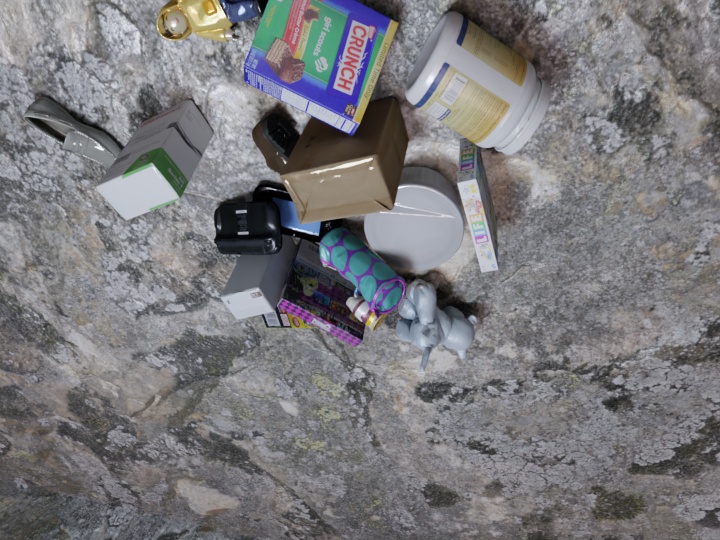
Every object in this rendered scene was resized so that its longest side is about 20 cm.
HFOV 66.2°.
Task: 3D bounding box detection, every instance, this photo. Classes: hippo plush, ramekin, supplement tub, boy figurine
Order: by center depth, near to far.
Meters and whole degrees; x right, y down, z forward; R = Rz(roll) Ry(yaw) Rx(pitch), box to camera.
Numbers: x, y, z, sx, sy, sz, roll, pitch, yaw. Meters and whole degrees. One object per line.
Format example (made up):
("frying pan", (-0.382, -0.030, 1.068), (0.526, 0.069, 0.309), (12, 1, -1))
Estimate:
("supplement tub", (0.183, -0.286, 0.863), (0.196, 0.147, 0.145), (27, 133, -13))
("boy figurine", (-0.248, -0.429, 0.891), (0.193, 0.066, 0.126), (-8, 133, 15))
("ramekin", (0.108, -0.108, 1.080), (0.195, 0.096, 0.206), (7, 134, 7))
("hippo plush", (0.183, 0.110, 1.232), (0.156, 0.200, 0.165), (6, 105, -19))

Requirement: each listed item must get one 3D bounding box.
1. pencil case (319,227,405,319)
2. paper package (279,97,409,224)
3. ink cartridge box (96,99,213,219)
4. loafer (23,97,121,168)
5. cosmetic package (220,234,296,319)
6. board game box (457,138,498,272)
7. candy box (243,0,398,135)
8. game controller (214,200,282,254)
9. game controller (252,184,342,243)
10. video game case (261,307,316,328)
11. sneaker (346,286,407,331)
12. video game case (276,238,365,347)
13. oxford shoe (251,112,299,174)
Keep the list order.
("pencil case", (0.000, 0.000, 1.114), (0.093, 0.199, 0.085), (-46, 144, -4))
("paper package", (-0.022, -0.192, 0.961), (0.185, 0.203, 0.105), (-8, 131, 21))
("ink cartridge box", (-0.375, -0.209, 1.029), (0.142, 0.204, 0.085), (-14, 133, 25))
("loafer", (-0.574, -0.264, 1.112), (0.197, 0.071, 0.070), (32, 132, -16))
("cosmetic package", (-0.212, 0.002, 1.181), (0.099, 0.203, 0.075), (-12, 130, 24))
("board game box", (0.218, -0.120, 1.015), (0.033, 0.137, 0.203), (-9, 130, 20))
("candy box", (-0.062, -0.338, 0.859), (0.195, 0.174, 0.077), (22, 177, -11))
("game controller", (-0.238, -0.088, 1.152), (0.195, 0.108, 0.042), (1, 180, 37))
("game controller", (-0.134, -0.118, 1.163), (0.193, 0.043, 0.106), (13, 134, 0))
("video game case", (-0.174, 0.065, 1.353), (0.174, 0.026, 0.204), (-1, 131, 14))
("sneaker", (0.037, 0.051, 1.193), (0.089, 0.200, 0.076), (37, 114, 6))
("video game case", (-0.069, 0.045, 1.198), (0.196, 0.185, 0.036), (28, 134, -17))
("oxford shoe", (-0.134, -0.210, 1.072), (0.083, 0.074, 0.201), (-9, 130, 42))
